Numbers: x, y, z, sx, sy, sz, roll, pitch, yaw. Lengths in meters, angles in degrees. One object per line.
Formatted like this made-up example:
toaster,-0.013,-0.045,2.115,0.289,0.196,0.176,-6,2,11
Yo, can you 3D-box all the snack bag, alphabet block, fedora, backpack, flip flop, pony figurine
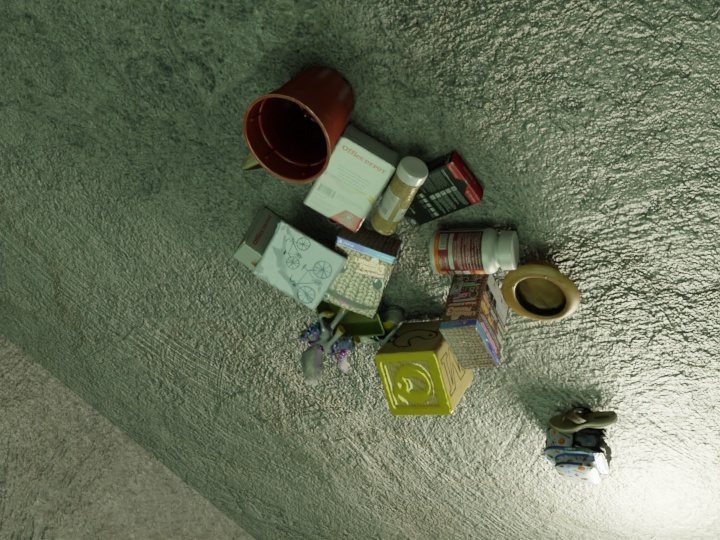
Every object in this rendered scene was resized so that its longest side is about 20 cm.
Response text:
snack bag,-0.159,-0.010,1.804,0.199,0.021,0.189,30,120,-6
alphabet block,0.181,0.268,1.971,0.194,0.200,0.198,-9,107,30
fedora,0.444,0.038,1.738,0.198,0.082,0.202,12,139,11
backpack,0.656,0.557,2.161,0.189,0.155,0.201,6,141,33
flip flop,0.649,0.429,2.079,0.198,0.081,0.058,-13,112,32
pony figurine,-0.089,0.207,2.004,0.165,0.195,0.200,-4,158,-43

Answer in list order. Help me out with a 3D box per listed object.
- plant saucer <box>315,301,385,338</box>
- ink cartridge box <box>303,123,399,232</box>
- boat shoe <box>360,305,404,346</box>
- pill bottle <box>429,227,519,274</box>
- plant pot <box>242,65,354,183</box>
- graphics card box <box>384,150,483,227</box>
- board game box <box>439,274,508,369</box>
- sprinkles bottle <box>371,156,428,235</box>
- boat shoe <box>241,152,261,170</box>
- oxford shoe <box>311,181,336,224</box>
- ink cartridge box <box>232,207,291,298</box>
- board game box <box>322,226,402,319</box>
plant saucer,-0.036,0.094,2.011,0.198,0.048,0.202,-7,117,31
ink cartridge box,-0.020,-0.212,1.641,0.145,0.083,0.201,29,123,-8
boat shoe,0.052,0.182,2.065,0.074,0.087,0.202,37,137,-16
pill bottle,0.273,-0.046,1.704,0.198,0.110,0.110,0,135,25
plant pot,-0.114,-0.323,1.502,0.199,0.196,0.202,15,134,17
graphics card box,0.170,-0.185,1.646,0.199,0.051,0.126,-21,123,38
board game box,0.291,0.120,1.793,0.096,0.201,0.160,-9,130,31
sprinkles bottle,0.086,-0.168,1.615,0.068,0.069,0.201,25,138,-4
boat shoe,-0.222,-0.296,1.698,0.199,0.072,0.066,-22,87,45
oxford shoe,-0.081,-0.195,1.743,0.074,0.058,0.201,-2,132,29
ink cartridge box,-0.220,-0.048,1.896,0.199,0.146,0.083,37,138,-16
board game box,0.000,0.000,1.843,0.158,0.097,0.202,19,121,4
